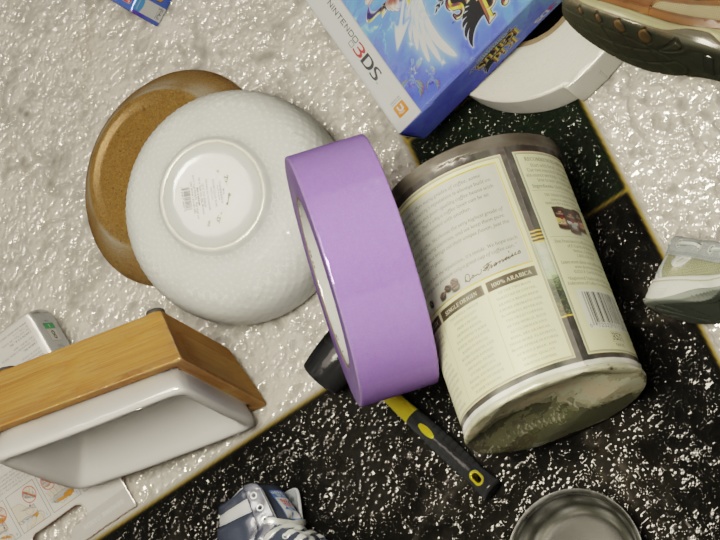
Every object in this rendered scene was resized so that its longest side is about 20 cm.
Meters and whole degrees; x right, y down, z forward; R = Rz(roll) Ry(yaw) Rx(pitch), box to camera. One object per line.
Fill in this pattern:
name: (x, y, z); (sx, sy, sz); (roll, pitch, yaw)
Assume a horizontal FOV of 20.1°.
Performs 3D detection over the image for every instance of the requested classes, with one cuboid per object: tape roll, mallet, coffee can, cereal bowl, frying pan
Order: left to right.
cereal bowl: (-0.111, -0.057, 1.714); (0.199, 0.083, 0.202); (-2, 83, 14)
tape roll: (0.000, 0.000, 1.565); (0.065, 0.200, 0.201); (-17, 67, -4)
mallet: (0.043, 0.105, 1.642); (0.200, 0.041, 0.066); (34, 93, 27)
coffee can: (0.116, 0.018, 1.551); (0.146, 0.146, 0.201); (-28, 65, 22)
tape roll: (0.139, -0.228, 1.664); (0.202, 0.037, 0.204); (-8, 73, 29)
frying pan: (0.172, 0.258, 1.527); (0.114, 0.031, 0.191); (-20, 72, 25)

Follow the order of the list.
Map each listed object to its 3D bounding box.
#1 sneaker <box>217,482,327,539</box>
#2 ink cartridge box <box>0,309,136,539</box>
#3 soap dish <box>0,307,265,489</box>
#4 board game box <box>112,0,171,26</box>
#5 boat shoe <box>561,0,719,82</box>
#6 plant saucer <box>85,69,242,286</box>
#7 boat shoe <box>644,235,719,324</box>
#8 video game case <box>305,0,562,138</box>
sneaker: (-0.039, 0.226, 1.637); (0.199, 0.070, 0.109); (-4, 78, 33)
ink cartridge box: (-0.298, 0.161, 1.832); (0.161, 0.050, 0.201); (-35, 81, 18)
soap dish: (-0.201, 0.109, 1.697); (0.199, 0.157, 0.082); (-20, 67, 18)
board game box: (-0.235, -0.332, 1.905); (0.200, 0.045, 0.135); (33, 95, 32)
boat shoe: (0.255, -0.192, 1.559); (0.199, 0.076, 0.074); (18, 73, 13)
plant saucer: (-0.174, -0.087, 1.814); (0.199, 0.035, 0.202); (-8, 74, 28)
boat shoe: (0.284, -0.002, 1.473); (0.202, 0.074, 0.065); (-12, 60, 61)
video game case: (0.059, -0.241, 1.649); (0.200, 0.045, 0.182); (-44, 67, 24)
